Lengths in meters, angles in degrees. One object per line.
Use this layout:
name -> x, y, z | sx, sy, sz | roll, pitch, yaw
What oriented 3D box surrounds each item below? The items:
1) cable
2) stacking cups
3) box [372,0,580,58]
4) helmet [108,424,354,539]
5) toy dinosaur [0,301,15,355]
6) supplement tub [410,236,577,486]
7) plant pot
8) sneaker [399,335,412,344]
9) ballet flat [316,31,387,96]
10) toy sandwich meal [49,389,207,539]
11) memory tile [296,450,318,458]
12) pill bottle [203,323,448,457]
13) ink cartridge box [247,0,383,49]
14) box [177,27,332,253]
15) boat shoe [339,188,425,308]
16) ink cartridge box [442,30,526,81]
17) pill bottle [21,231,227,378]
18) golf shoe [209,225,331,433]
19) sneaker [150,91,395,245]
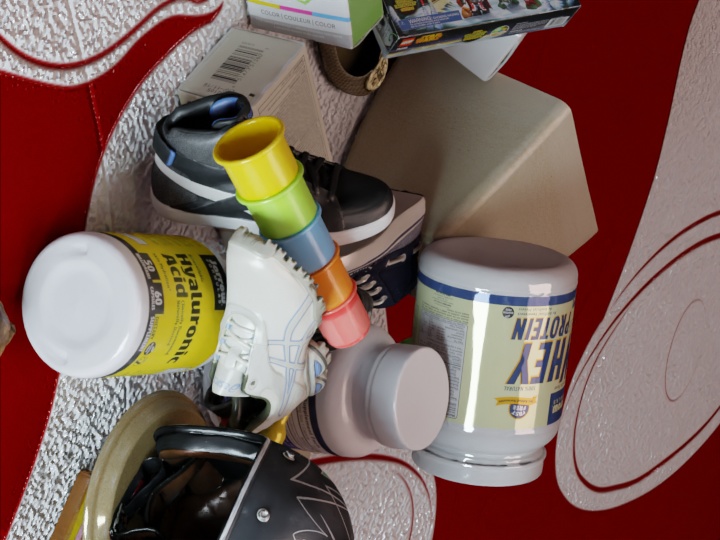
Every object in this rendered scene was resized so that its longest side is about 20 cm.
cable -> -0.062, 0.087, 1.625 | 0.200, 0.097, 0.050 | -50, 133, 7
stacking cups -> -0.049, -0.026, 1.489 | 0.061, 0.060, 0.200 | -55, 134, -34
box -> 0.087, -0.273, 1.720 | 0.199, 0.137, 0.040 | -14, 162, -28
helmet -> -0.097, 0.222, 1.497 | 0.200, 0.190, 0.201 | -29, 123, -57
toy dinosaur -> -0.297, 0.085, 1.333 | 0.200, 0.060, 0.107 | -52, 147, -37
supplement tub -> 0.116, 0.081, 1.728 | 0.145, 0.144, 0.201 | -19, 117, -59
plant pot -> 0.090, -0.073, 1.867 | 0.177, 0.199, 0.200 | -48, 145, -20
sneaker -> 0.050, 0.110, 1.851 | 0.077, 0.199, 0.084 | 4, 66, -60
ballet flat -> -0.012, -0.218, 1.733 | 0.068, 0.046, 0.200 | -64, 152, -18
toy sandwich meal -> -0.192, 0.196, 1.593 | 0.205, 0.070, 0.206 | -27, 121, -57
memory tile -> -0.082, 0.157, 1.832 | 0.200, 0.017, 0.154 | -47, 142, -44
pill bottle -> -0.028, 0.102, 1.684 | 0.120, 0.199, 0.120 | -11, 103, -56
ink cartridge box -> -0.047, -0.289, 1.564 | 0.059, 0.103, 0.201 | -49, 144, -41
box -> -0.081, -0.097, 1.629 | 0.095, 0.077, 0.201 | -53, 146, -36
boat shoe -> 0.000, 0.000, 1.666 | 0.200, 0.074, 0.093 | -32, 127, -53
ink cartridge box -> 0.125, -0.304, 1.826 | 0.200, 0.145, 0.085 | -55, -177, -36
pill bottle -> -0.165, 0.026, 1.498 | 0.200, 0.111, 0.112 | 0, 104, -63
golf shoe -> -0.079, 0.055, 1.480 | 0.097, 0.078, 0.200 | -47, 146, -27
sneaker -> -0.068, -0.084, 1.511 | 0.073, 0.199, 0.112 | -88, -177, -45
